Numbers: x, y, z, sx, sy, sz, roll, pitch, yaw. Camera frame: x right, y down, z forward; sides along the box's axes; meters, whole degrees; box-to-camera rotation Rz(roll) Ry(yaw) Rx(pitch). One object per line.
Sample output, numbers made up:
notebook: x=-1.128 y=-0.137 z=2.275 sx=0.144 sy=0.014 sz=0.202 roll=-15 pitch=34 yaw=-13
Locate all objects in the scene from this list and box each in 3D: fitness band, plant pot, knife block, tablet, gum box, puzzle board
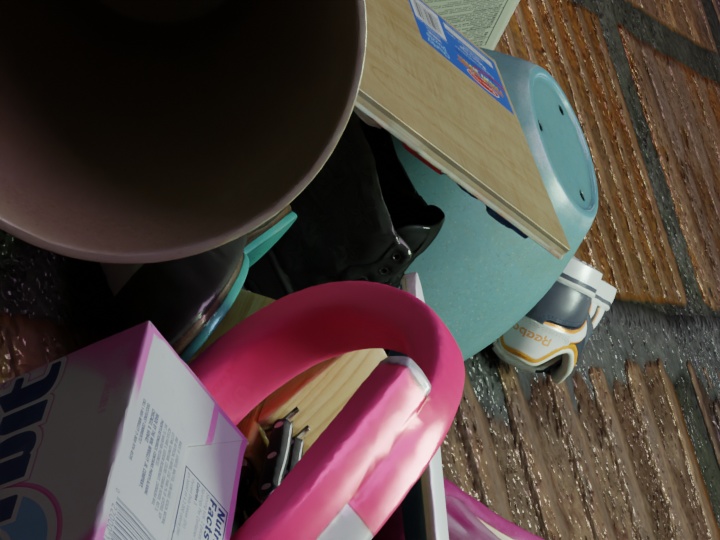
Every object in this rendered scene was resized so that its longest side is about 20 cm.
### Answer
fitness band: x=-0.046 y=0.077 z=0.748 sx=0.200 sy=0.143 sz=0.038 roll=-48 pitch=119 yaw=-26
plant pot: x=-0.091 y=-0.125 z=0.851 sx=0.188 sy=0.186 sz=0.200 roll=62 pitch=9 yaw=-18
knife block: x=-0.066 y=0.093 z=0.864 sx=0.200 sy=0.175 sz=0.064 roll=15 pitch=-41 yaw=59
tablet: x=0.030 y=0.114 z=0.930 sx=0.130 sy=0.014 sz=0.201 roll=95 pitch=-10 yaw=-69
gum box: x=-0.110 y=0.113 z=0.648 sx=0.066 sy=0.113 sz=0.201 roll=54 pitch=27 yaw=-31
puzzle board: x=0.022 y=-0.100 z=0.997 sx=0.200 sy=0.017 sz=0.151 roll=34 pitch=27 yaw=-40
plant pot: x=0.058 y=-0.050 z=1.159 sx=0.200 sy=0.134 sz=0.201 roll=50 pitch=29 yaw=-41

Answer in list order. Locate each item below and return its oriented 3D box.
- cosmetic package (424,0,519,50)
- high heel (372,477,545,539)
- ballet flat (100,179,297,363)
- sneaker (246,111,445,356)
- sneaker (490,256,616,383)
cosmetic package: x=0.039 y=-0.190 z=1.157 sx=0.200 sy=0.103 sz=0.088 roll=119 pitch=-39 yaw=-75
high heel: x=0.047 y=0.151 z=1.091 sx=0.096 sy=0.068 sz=0.200 roll=33 pitch=-2 yaw=21
ballet flat: x=-0.081 y=-0.010 z=0.897 sx=0.068 sy=0.068 sz=0.200 roll=43 pitch=15 yaw=-5
sneaker: x=0.001 y=-0.001 z=1.021 sx=0.201 sy=0.104 sz=0.060 roll=61 pitch=24 yaw=-19
sneaker: x=0.118 y=0.026 z=1.321 sx=0.080 sy=0.078 sz=0.200 roll=-65 pitch=169 yaw=2
